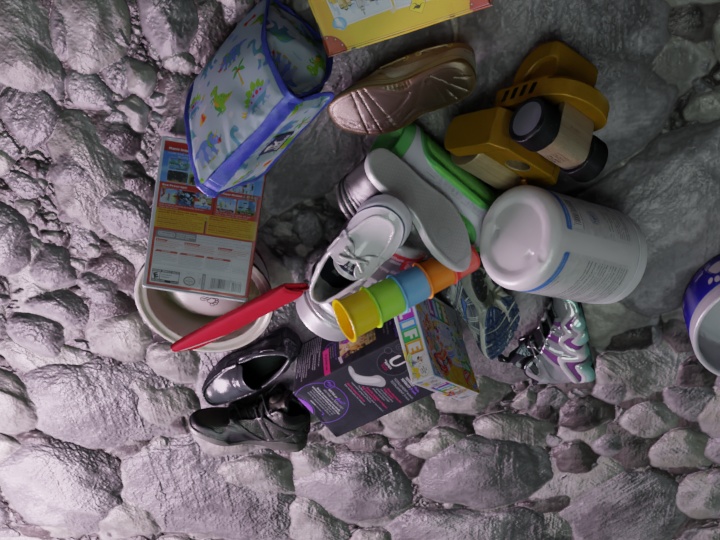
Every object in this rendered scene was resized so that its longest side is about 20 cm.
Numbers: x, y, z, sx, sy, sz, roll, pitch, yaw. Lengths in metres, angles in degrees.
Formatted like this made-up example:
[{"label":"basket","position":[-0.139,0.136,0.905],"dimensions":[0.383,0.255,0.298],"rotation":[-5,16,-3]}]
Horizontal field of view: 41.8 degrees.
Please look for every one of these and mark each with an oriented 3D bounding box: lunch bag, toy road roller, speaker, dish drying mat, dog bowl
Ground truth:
[{"label":"lunch bag","position":[-0.121,-0.195,1.099],"dimensions":[0.127,0.201,0.170],"rotation":[34,121,-22]},{"label":"toy road roller","position":[0.212,-0.189,1.155],"dimensions":[0.122,0.147,0.199],"rotation":[25,163,-32]},{"label":"speaker","position":[0.105,-0.109,1.231],"dimensions":[0.199,0.089,0.088],"rotation":[37,121,-24]},{"label":"dish drying mat","position":[-0.167,0.065,1.300],"dimensions":[0.199,0.077,0.018],"rotation":[-26,79,21]},{"label":"dog bowl","position":[-0.219,0.021,1.354],"dimensions":[0.198,0.074,0.201],"rotation":[1,128,1]},{"label":"dog bowl","position":[0.570,0.062,1.353],"dimensions":[0.198,0.079,0.201],"rotation":[1,129,2]}]

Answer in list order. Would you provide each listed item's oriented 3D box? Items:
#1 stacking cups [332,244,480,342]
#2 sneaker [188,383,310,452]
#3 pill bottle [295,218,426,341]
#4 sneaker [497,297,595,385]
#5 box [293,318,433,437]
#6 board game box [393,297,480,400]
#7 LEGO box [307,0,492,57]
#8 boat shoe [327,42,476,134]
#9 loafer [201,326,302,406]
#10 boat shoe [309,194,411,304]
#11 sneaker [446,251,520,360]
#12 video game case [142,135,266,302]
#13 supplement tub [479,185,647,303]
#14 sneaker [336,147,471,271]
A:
[{"label":"stacking cups","position":[0.061,0.022,1.211],"dimensions":[0.199,0.060,0.061],"rotation":[-27,131,-20]},{"label":"sneaker","position":[-0.174,0.229,1.518],"dimensions":[0.197,0.077,0.115],"rotation":[9,126,-9]},{"label":"pill bottle","position":[0.000,0.000,1.303],"dimensions":[0.113,0.114,0.200],"rotation":[26,125,-18]},{"label":"sneaker","position":[0.268,0.105,1.399],"dimensions":[0.139,0.078,0.201],"rotation":[-13,126,11]},{"label":"box","position":[0.012,0.144,1.420],"dimensions":[0.199,0.107,0.122],"rotation":[-27,122,22]},{"label":"board game box","position":[0.103,0.101,1.310],"dimensions":[0.034,0.136,0.200],"rotation":[-22,159,18]},{"label":"LEGO box","position":[0.032,-0.347,1.051],"dimensions":[0.198,0.078,0.150],"rotation":[-14,127,13]},{"label":"boat shoe","position":[0.054,-0.224,1.155],"dimensions":[0.198,0.067,0.074],"rotation":[-11,129,27]},{"label":"loafer","position":[-0.175,0.157,1.458],"dimensions":[0.200,0.071,0.068],"rotation":[-33,110,25]},{"label":"boat shoe","position":[-0.003,-0.017,1.161],"dimensions":[0.073,0.066,0.200],"rotation":[34,141,-3]},{"label":"sneaker","position":[0.169,0.040,1.354],"dimensions":[0.077,0.085,0.201],"rotation":[-37,129,-24]},{"label":"video game case","position":[-0.206,-0.067,1.252],"dimensions":[0.142,0.017,0.202],"rotation":[9,96,-5]},{"label":"supplement tub","position":[0.262,-0.029,1.215],"dimensions":[0.199,0.133,0.132],"rotation":[11,133,-40]},{"label":"sneaker","position":[0.052,-0.067,1.185],"dimensions":[0.200,0.071,0.099],"rotation":[43,146,-22]}]
